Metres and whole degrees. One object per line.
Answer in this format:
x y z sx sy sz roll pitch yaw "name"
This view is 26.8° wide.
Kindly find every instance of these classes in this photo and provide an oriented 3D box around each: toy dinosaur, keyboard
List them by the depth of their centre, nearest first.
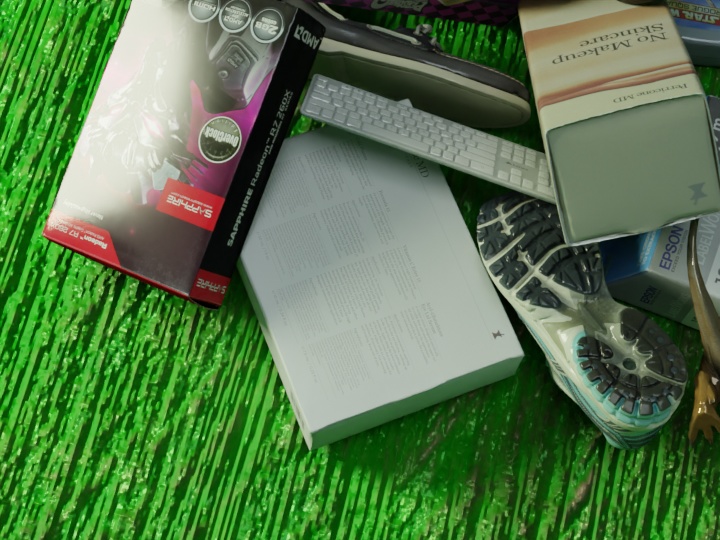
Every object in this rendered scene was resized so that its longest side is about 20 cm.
0.230 0.060 0.953 0.060 0.200 0.106 -21 25 21 "toy dinosaur"
0.058 -0.085 1.003 0.199 0.011 0.056 19 29 -3 "keyboard"

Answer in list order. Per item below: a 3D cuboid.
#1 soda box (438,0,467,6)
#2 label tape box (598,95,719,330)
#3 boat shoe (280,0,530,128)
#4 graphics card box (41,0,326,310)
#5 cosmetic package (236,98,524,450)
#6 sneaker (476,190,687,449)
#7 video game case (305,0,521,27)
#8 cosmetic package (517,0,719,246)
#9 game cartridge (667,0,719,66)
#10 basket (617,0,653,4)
0.093 -0.285 1.041 0.064 0.068 0.200 35 67 -32 "soda box"
0.243 -0.037 1.033 0.199 0.066 0.144 22 69 3 "label tape box"
0.029 -0.155 1.060 0.199 0.073 0.063 17 72 8 "boat shoe"
-0.116 -0.090 0.986 0.125 0.051 0.201 22 89 25 "graphics card box"
0.000 0.000 1.010 0.150 0.052 0.200 -19 71 -9 "cosmetic package"
0.133 0.035 0.991 0.077 0.086 0.200 -21 57 -14 "sneaker"
0.014 -0.270 1.078 0.199 0.036 0.182 2 68 -31 "video game case"
0.164 -0.112 0.980 0.103 0.087 0.200 -13 32 7 "cosmetic package"
0.238 -0.220 1.118 0.199 0.042 0.134 11 65 0 "game cartridge"
0.131 -0.264 0.935 0.200 0.180 0.136 30 87 -36 "basket"
